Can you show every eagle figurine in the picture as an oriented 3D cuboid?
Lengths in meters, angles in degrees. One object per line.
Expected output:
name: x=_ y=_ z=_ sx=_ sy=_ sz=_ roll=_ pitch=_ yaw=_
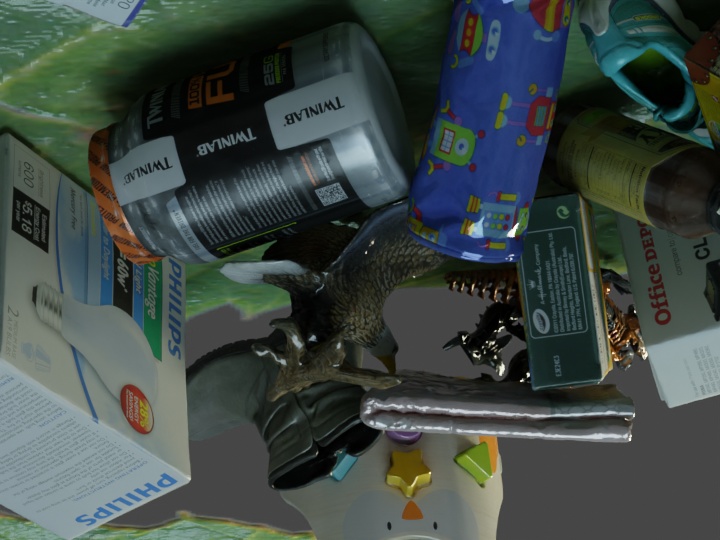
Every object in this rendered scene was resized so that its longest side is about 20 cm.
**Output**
eagle figurine: x=0.001 y=0.005 z=1.374 sx=0.151 sy=0.201 sz=0.152 roll=22 pitch=145 yaw=14

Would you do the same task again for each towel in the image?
towel: x=0.099 y=0.095 z=1.412 sx=0.189 sy=0.033 sz=0.200 roll=3 pitch=-179 yaw=5

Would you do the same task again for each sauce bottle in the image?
sauce bottle: x=0.209 y=-0.060 z=1.337 sx=0.064 sy=0.199 sz=0.065 roll=-18 pitch=120 yaw=-34

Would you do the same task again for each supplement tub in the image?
supplement tub: x=-0.073 y=-0.079 z=1.317 sx=0.198 sy=0.123 sz=0.123 roll=-18 pitch=140 yaw=12

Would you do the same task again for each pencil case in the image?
pencil case: x=0.081 y=-0.107 z=1.264 sx=0.086 sy=0.202 sz=0.078 roll=17 pitch=-166 yaw=28

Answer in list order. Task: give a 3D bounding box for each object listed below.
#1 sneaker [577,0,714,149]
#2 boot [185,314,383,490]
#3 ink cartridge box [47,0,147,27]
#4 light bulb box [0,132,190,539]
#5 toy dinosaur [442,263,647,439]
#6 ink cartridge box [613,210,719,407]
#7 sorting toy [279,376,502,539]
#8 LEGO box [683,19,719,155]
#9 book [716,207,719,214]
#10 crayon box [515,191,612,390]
sneaker: x=0.217 y=-0.122 z=1.345 sx=0.199 sy=0.080 sz=0.077 roll=28 pitch=129 yaw=-37
boot: x=-0.073 y=0.117 z=1.551 sx=0.199 sy=0.132 sz=0.068 roll=-31 pitch=136 yaw=27
ink cartridge box: x=-0.182 y=-0.248 z=1.157 sx=0.199 sy=0.041 sz=0.200 roll=18 pitch=134 yaw=-29
light bulb box: x=-0.227 y=0.050 z=1.392 sx=0.124 sy=0.200 sz=0.200 roll=-26 pitch=139 yaw=25
toy dinosaur: x=0.140 y=0.039 z=1.545 sx=0.199 sy=0.102 sz=0.136 roll=35 pitch=112 yaw=-18
ink cartridge box: x=0.297 y=-0.002 z=1.452 sx=0.198 sy=0.147 sz=0.083 roll=-17 pitch=139 yaw=11
sorting toy: x=0.036 y=0.186 z=1.615 sx=0.198 sy=0.181 sz=0.107 roll=0 pitch=141 yaw=-10
LEGO box: x=0.311 y=-0.114 z=1.319 sx=0.149 sy=0.077 sz=0.200 roll=-44 pitch=140 yaw=-10
book: x=0.317 y=-0.095 z=1.243 sx=0.133 sy=0.048 sz=0.201 roll=27 pitch=92 yaw=-51
crayon box: x=0.143 y=0.015 z=1.397 sx=0.051 sy=0.127 sz=0.200 roll=-8 pitch=178 yaw=10
